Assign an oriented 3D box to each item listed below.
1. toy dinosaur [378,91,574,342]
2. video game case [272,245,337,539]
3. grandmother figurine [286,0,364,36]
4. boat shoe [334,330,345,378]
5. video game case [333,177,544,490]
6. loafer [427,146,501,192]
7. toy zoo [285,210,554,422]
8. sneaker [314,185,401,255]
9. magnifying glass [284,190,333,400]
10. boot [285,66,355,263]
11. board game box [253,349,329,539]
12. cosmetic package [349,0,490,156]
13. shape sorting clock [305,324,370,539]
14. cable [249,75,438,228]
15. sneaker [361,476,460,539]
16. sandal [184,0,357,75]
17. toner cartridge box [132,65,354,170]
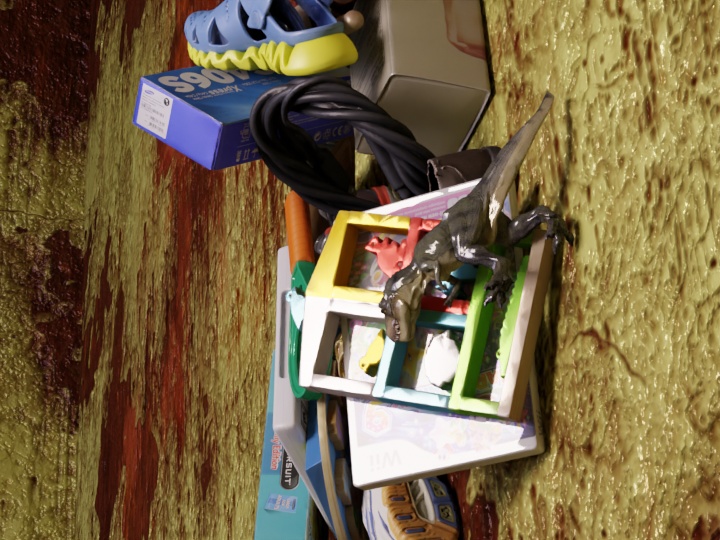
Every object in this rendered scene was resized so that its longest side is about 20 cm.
[{"bbox_3d":[0.088,-0.025,1.264,0.200,0.047,0.088,-52,51,2],"label":"toy dinosaur"},{"bbox_3d":[-0.034,0.110,1.596,0.201,0.023,0.183,65,-161,-49],"label":"video game case"},{"bbox_3d":[-0.019,-0.235,1.497,0.200,0.060,0.122,122,160,-52],"label":"grandmother figurine"},{"bbox_3d":[0.015,0.067,1.443,0.200,0.066,0.075,-65,-32,-60],"label":"boat shoe"},{"bbox_3d":[0.052,0.042,1.323,0.142,0.018,0.202,-15,68,25],"label":"video game case"},{"bbox_3d":[0.062,0.005,1.401,0.073,0.071,0.202,-163,80,-74],"label":"loafer"},{"bbox_3d":[0.032,0.028,1.316,0.199,0.020,0.132,7,78,31],"label":"toy zoo"},{"bbox_3d":[0.000,0.000,1.611,0.201,0.081,0.078,-104,26,-53],"label":"sneaker"},{"bbox_3d":[-0.043,0.016,1.500,0.080,0.022,0.201,112,157,-44],"label":"magnifying glass"},{"bbox_3d":[-0.018,-0.114,1.733,0.175,0.066,0.200,-51,-17,-23],"label":"boot"},{"bbox_3d":[-0.055,0.195,1.671,0.152,0.046,0.201,84,-172,-50],"label":"board game box"},{"bbox_3d":[0.043,-0.197,1.524,0.104,0.086,0.201,120,153,-52],"label":"cosmetic package"},{"bbox_3d":[-0.007,0.144,1.546,0.200,0.039,0.202,-10,-90,-77],"label":"shape sorting clock"},{"bbox_3d":[-0.002,-0.076,1.458,0.051,0.162,0.200,-56,-35,-21],"label":"cable"},{"bbox_3d":[0.023,0.160,1.479,0.088,0.075,0.201,112,159,-45],"label":"sneaker"},{"bbox_3d":[-0.073,-0.201,1.487,0.199,0.079,0.088,8,110,51],"label":"sandal"},{"bbox_3d":[-0.082,-0.136,1.542,0.095,0.199,0.043,32,121,29],"label":"toner cartridge box"}]
